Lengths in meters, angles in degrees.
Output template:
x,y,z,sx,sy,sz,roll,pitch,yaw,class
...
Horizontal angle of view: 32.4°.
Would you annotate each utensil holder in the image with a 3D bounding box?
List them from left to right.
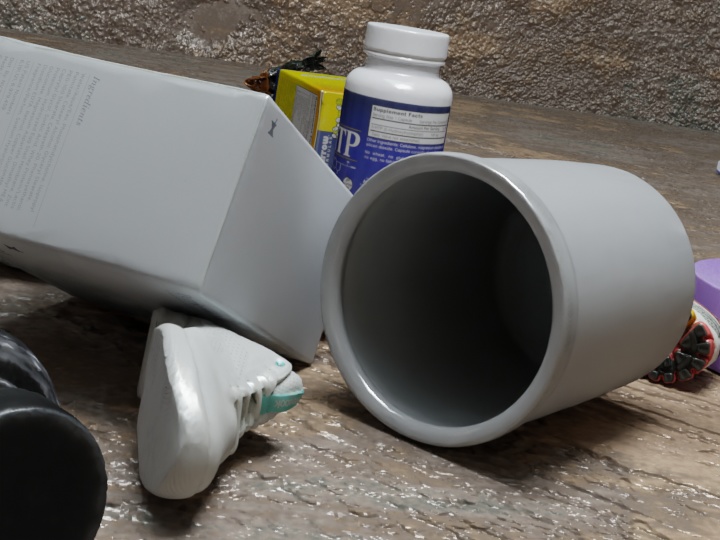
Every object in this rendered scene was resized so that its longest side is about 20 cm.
x,y,z,sx,sy,sz,roll,pitch,yaw,class
0.101,0.012,0.785,0.169,0.171,0.199,19,14,35,utensil holder

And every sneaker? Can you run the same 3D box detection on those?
x,y,z,sx,sy,sz,roll,pitch,yaw,class
-0.072,0.065,0.660,0.088,0.076,0.200,12,11,-12,sneaker
0.192,0.030,0.976,0.199,0.078,0.082,29,19,31,sneaker

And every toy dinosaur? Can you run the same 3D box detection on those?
x,y,z,sx,sy,sz,roll,pitch,yaw,class
-0.129,-0.310,2.107,0.135,0.103,0.200,0,26,31,toy dinosaur

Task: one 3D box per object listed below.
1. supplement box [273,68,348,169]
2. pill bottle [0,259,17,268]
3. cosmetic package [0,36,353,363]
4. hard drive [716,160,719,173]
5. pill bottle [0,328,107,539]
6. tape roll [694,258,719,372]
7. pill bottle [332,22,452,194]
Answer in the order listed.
x,y,z,sx,sy,sz,roll,pitch,yaw,class
-0.036,-0.185,1.579,0.109,0.110,0.200,4,16,-21,supplement box
-0.232,-0.061,0.960,0.112,0.113,0.200,18,16,32,pill bottle
-0.129,-0.038,0.783,0.199,0.124,0.199,13,-11,19,cosmetic package
0.736,-0.164,2.159,0.199,0.026,0.132,-2,18,-36,hard drive
-0.194,0.061,0.507,0.111,0.113,0.199,-5,21,-45,pill bottle
0.363,0.048,1.010,0.199,0.066,0.200,8,14,-2,tape roll
0.036,-0.161,1.339,0.119,0.201,0.120,9,14,-2,pill bottle
